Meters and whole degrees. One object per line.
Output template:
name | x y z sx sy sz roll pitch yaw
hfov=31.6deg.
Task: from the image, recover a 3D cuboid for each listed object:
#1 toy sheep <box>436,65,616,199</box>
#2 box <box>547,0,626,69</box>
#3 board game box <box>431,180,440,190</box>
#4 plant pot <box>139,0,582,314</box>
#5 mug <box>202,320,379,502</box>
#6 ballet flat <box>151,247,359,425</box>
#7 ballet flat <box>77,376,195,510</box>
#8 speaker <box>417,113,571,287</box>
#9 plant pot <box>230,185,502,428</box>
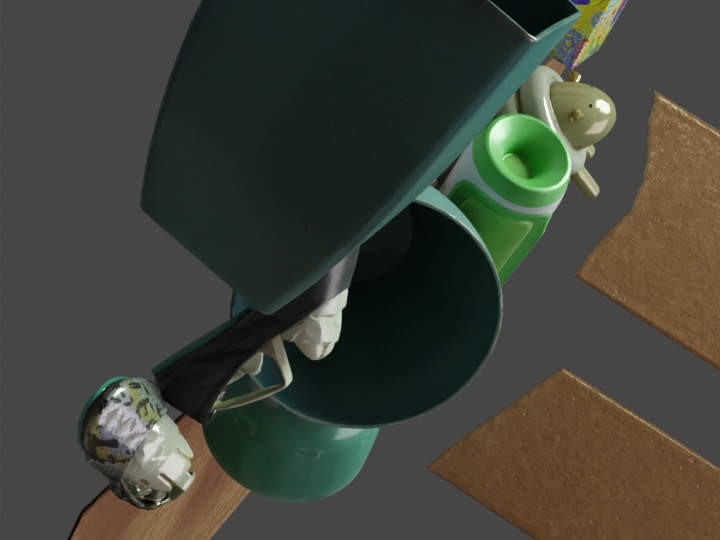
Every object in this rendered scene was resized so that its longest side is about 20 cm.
toy sheep | 0.127 -0.108 1.106 0.198 0.139 0.138 -22 -171 25
box | 0.229 -0.332 1.292 0.201 0.121 0.193 -61 171 23
board game box | 0.039 -0.033 1.285 0.199 0.035 0.136 -33 -169 40
plant pot | -0.013 -0.087 0.640 0.201 0.141 0.141 -53 175 23
mug | -0.060 0.087 1.074 0.151 0.185 0.115 -22 149 -34
ballet flat | -0.058 0.043 0.876 0.199 0.073 0.073 -38 180 22
ballet flat | -0.146 0.125 0.882 0.072 0.072 0.201 -55 172 -19
speaker | 0.096 -0.037 1.037 0.089 0.088 0.201 -52 175 -37
plant pot | 0.000 0.000 0.976 0.201 0.198 0.135 -61 -162 25
